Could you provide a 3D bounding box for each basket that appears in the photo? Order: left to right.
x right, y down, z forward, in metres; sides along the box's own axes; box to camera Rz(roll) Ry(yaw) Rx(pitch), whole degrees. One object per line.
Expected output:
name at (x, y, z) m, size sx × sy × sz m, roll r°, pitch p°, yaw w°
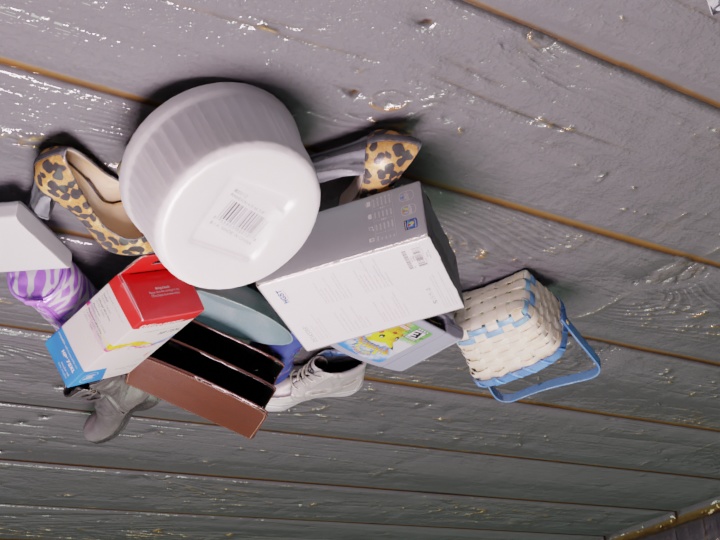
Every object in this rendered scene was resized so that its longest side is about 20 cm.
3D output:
basket at (0.236, 0.106, 1.607) m, size 0.174 × 0.140 × 0.201 m, roll -20°, pitch 121°, yaw 26°

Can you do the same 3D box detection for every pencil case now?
pencil case at (-0.377, 0.042, 1.400) m, size 0.082 × 0.087 × 0.201 m, roll 0°, pitch 154°, yaw 10°
pencil case at (-0.108, 0.093, 1.588) m, size 0.078 × 0.087 × 0.200 m, roll 41°, pitch 145°, yaw 2°

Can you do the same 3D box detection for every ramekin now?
ramekin at (-0.136, -0.078, 1.116) m, size 0.198 × 0.098 × 0.203 m, roll -17°, pitch 136°, yaw -18°

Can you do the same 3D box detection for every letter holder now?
letter holder at (-0.208, 0.131, 1.507) m, size 0.198 × 0.102 × 0.142 m, roll 25°, pitch 155°, yaw -5°

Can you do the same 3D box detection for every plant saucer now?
plant saucer at (-0.178, 0.044, 1.462) m, size 0.198 × 0.039 × 0.201 m, roll 16°, pitch 163°, yaw 5°

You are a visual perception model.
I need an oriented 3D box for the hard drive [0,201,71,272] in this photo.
hard drive at (-0.449, -0.033, 1.263) m, size 0.196 × 0.027 × 0.132 m, roll -3°, pitch 155°, yaw 13°

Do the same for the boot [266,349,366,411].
boot at (-0.086, 0.165, 1.761) m, size 0.197 × 0.074 × 0.096 m, roll -10°, pitch 150°, yaw -15°

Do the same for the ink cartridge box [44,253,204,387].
ink cartridge box at (-0.275, 0.057, 1.342) m, size 0.199 × 0.068 × 0.116 m, roll -38°, pitch 166°, yaw 29°

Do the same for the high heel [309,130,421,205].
high heel at (0.034, -0.081, 1.253) m, size 0.141 × 0.072 × 0.200 m, roll -12°, pitch 145°, yaw 25°

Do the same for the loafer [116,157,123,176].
loafer at (-0.194, -0.085, 1.213) m, size 0.067 × 0.077 × 0.200 m, roll -16°, pitch 143°, yaw 21°

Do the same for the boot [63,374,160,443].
boot at (-0.418, 0.202, 1.752) m, size 0.131 × 0.071 × 0.199 m, roll 21°, pitch 131°, yaw -40°

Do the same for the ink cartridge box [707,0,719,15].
ink cartridge box at (0.329, -0.302, 0.945) m, size 0.098 × 0.040 × 0.200 m, roll -17°, pitch 152°, yaw 21°

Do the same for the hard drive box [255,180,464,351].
hard drive box at (0.000, 0.000, 1.234) m, size 0.197 × 0.078 × 0.156 m, roll -16°, pitch 144°, yaw 12°

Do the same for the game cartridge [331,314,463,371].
game cartridge at (0.028, 0.077, 1.493) m, size 0.199 × 0.041 × 0.132 m, roll 27°, pitch 140°, yaw -37°

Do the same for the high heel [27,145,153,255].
high heel at (-0.259, -0.076, 1.201) m, size 0.197 × 0.073 × 0.143 m, roll 13°, pitch 155°, yaw -18°
